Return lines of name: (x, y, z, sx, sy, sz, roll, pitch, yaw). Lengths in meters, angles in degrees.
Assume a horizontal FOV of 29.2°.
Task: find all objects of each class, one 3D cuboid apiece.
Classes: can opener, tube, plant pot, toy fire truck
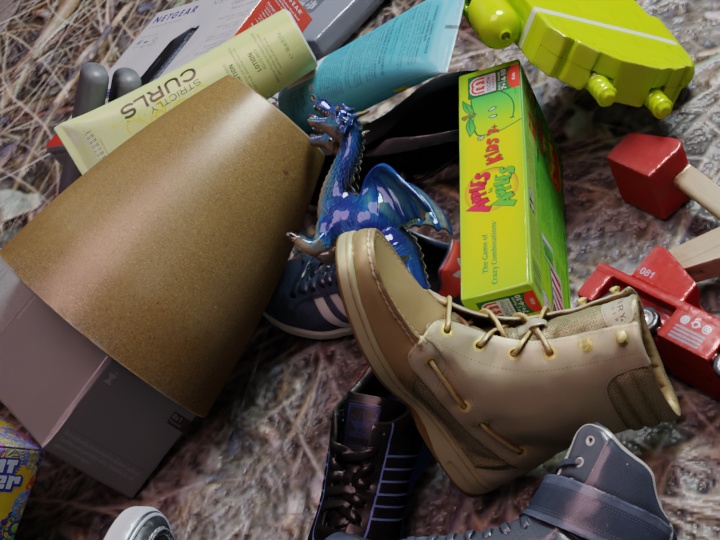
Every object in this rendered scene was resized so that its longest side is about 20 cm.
can opener: (-0.218, -0.071, 1.105, 0.052, 0.202, 0.067, 4, 30, -24)
tube: (0.010, -0.151, 1.029, 0.199, 0.050, 0.078, -18, 57, 54)
tube: (-0.128, -0.125, 1.046, 0.199, 0.052, 0.058, -31, 52, -1)
plant pot: (-0.121, -0.032, 0.988, 0.201, 0.186, 0.186, -51, 46, -4)
toy fire truck: (0.217, -0.001, 0.887, 0.199, 0.049, 0.141, 29, 70, 42)

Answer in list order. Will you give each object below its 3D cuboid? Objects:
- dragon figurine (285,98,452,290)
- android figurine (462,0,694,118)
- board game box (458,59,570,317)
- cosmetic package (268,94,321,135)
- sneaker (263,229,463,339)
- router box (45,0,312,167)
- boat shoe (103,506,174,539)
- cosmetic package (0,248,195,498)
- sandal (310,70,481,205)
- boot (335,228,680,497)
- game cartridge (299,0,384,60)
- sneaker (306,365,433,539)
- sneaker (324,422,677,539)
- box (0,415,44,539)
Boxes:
dragon figurine: (0.021, -0.031, 0.899, 0.199, 0.059, 0.100, 38, 91, 25)
android figurine: (0.160, -0.170, 0.990, 0.041, 0.180, 0.201, -66, 30, 30)
board game box: (0.105, -0.034, 0.941, 0.047, 0.102, 0.202, -13, 48, 19)
cosmetic package: (-0.105, -0.084, 1.139, 0.082, 0.051, 0.200, 24, 68, 42)
sneaker: (0.000, 0.000, 0.985, 0.198, 0.085, 0.076, 0, 53, 30)
router box: (-0.159, -0.159, 1.190, 0.199, 0.049, 0.180, -2, 47, 50)
boat shoe: (-0.134, 0.243, 0.868, 0.067, 0.072, 0.202, -11, 52, 24)
cosmetic package: (-0.224, 0.072, 1.033, 0.090, 0.107, 0.200, -50, 45, -2)
sandal: (0.034, -0.089, 1.054, 0.199, 0.076, 0.043, -23, 47, 25)
boot: (0.088, 0.036, 0.813, 0.154, 0.201, 0.073, -22, 26, 23)
game cartridge: (-0.064, -0.259, 1.274, 0.133, 0.041, 0.199, -44, 45, -14)
sneaker: (0.000, 0.131, 0.880, 0.069, 0.078, 0.201, 4, 56, 32)
sneaker: (0.083, 0.151, 0.802, 0.200, 0.077, 0.148, 16, 72, 23)
box: (-0.350, 0.168, 0.967, 0.199, 0.121, 0.195, 27, 98, 41)
